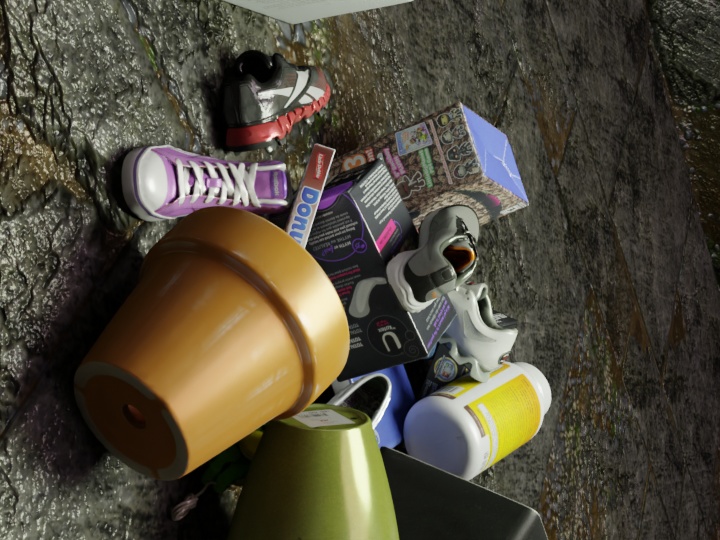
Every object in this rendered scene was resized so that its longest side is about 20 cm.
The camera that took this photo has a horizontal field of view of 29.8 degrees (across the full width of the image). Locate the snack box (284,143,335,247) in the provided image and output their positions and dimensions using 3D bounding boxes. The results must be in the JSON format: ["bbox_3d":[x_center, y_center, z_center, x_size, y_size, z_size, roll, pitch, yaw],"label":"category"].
[{"bbox_3d":[-0.067,-0.024,1.323,0.072,0.024,0.200,116,-9,-61],"label":"snack box"}]

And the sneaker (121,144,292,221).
[{"bbox_3d":[-0.135,-0.086,1.291,0.200,0.114,0.073,-1,86,-63],"label":"sneaker"}]

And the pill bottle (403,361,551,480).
[{"bbox_3d":[0.148,0.176,1.637,0.200,0.109,0.110,-22,104,-49],"label":"pill bottle"}]

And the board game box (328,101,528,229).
[{"bbox_3d":[0.073,-0.099,1.612,0.159,0.200,0.097,19,51,-62],"label":"board game box"}]

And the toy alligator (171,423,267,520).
[{"bbox_3d":[-0.123,0.178,1.323,0.054,0.059,0.200,48,43,16],"label":"toy alligator"}]

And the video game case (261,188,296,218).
[{"bbox_3d":[-0.069,-0.008,1.522,0.200,0.019,0.143,44,45,-54],"label":"video game case"}]

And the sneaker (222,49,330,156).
[{"bbox_3d":[-0.090,-0.198,1.459,0.200,0.071,0.098,-47,128,-57],"label":"sneaker"}]

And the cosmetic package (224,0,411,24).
[{"bbox_3d":[-0.058,-0.374,1.463,0.200,0.165,0.165,3,82,-64],"label":"cosmetic package"}]

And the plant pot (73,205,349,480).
[{"bbox_3d":[-0.141,0.075,1.170,0.183,0.200,0.201,-45,125,-40],"label":"plant pot"}]

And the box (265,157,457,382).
[{"bbox_3d":[0.000,0.000,1.466,0.200,0.122,0.106,65,30,-14],"label":"box"}]

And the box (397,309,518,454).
[{"bbox_3d":[0.127,0.152,1.760,0.160,0.044,0.200,-3,116,-66],"label":"box"}]

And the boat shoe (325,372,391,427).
[{"bbox_3d":[-0.033,0.182,1.417,0.072,0.069,0.200,45,58,8],"label":"boat shoe"}]

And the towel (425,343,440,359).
[{"bbox_3d":[0.052,0.058,1.679,0.112,0.048,0.200,61,18,16],"label":"towel"}]

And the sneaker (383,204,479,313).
[{"bbox_3d":[0.097,-0.018,1.436,0.074,0.079,0.200,62,29,-14],"label":"sneaker"}]

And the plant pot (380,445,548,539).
[{"bbox_3d":[0.083,0.343,1.485,0.178,0.199,0.200,-56,147,-23],"label":"plant pot"}]

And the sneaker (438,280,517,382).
[{"bbox_3d":[0.105,0.033,1.610,0.200,0.089,0.074,43,18,13],"label":"sneaker"}]

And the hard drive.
[{"bbox_3d":[0.018,0.143,1.601,0.132,0.025,0.200,70,18,2],"label":"hard drive"}]

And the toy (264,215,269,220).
[{"bbox_3d":[-0.109,0.053,1.376,0.200,0.047,0.115,78,31,-43],"label":"toy"}]

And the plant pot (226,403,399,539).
[{"bbox_3d":[-0.044,0.233,1.270,0.187,0.187,0.201,-17,112,-64],"label":"plant pot"}]
